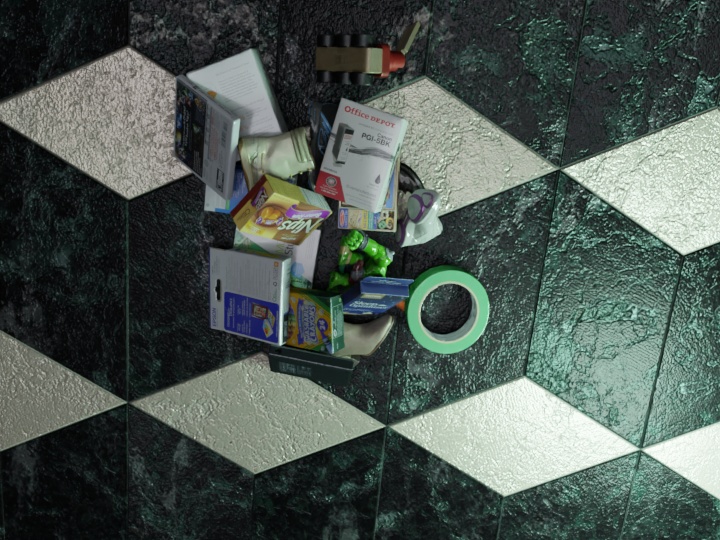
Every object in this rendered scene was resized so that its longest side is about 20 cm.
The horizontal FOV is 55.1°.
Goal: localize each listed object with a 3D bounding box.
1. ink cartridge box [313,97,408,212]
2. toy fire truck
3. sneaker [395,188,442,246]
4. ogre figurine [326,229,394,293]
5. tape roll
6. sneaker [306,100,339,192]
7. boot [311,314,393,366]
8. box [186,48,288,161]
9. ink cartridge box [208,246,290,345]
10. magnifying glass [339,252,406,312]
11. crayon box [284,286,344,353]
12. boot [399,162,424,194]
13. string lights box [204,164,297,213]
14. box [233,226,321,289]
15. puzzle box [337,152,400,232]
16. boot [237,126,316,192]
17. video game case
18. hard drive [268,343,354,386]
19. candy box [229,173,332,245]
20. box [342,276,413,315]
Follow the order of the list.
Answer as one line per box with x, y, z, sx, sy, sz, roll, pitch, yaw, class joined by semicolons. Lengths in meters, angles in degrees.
0.001;-0.241;1.446;0.144;0.083;0.204;19;100;7;ink cartridge box
0.024;-0.457;1.445;0.197;0.174;0.132;-12;111;-40;toy fire truck
0.144;-0.119;1.520;0.097;0.200;0.077;-2;67;-17;sneaker
0.000;0.000;1.557;0.117;0.099;0.204;12;112;-14;ogre figurine
0.202;0.092;1.622;0.195;0.048;0.205;-2;106;-6;tape roll
-0.077;-0.265;1.513;0.080;0.073;0.205;3;100;-3;sneaker
-0.035;0.147;1.626;0.145;0.071;0.201;32;113;-21;boot
-0.257;-0.351;1.479;0.149;0.107;0.204;-18;105;6;box
-0.254;0.053;1.577;0.196;0.047;0.202;12;109;24;ink cartridge box
0.036;0.032;1.631;0.198;0.022;0.080;36;102;-7;magnifying glass
-0.130;0.109;1.578;0.197;0.051;0.129;6;104;35;crayon box
0.038;-0.181;1.551;0.174;0.069;0.200;-44;91;12;boot
-0.245;-0.177;1.552;0.195;0.059;0.105;9;106;-2;string lights box
-0.197;-0.046;1.600;0.195;0.036;0.148;11;105;-1;box
0.018;-0.189;1.505;0.130;0.025;0.205;4;98;9;puzzle box
-0.166;-0.200;1.461;0.151;0.073;0.203;-13;128;-3;boot
-0.325;-0.276;1.443;0.181;0.023;0.202;38;137;21;video game case
-0.116;0.225;1.625;0.195;0.140;0.034;11;66;0;hard drive
-0.163;-0.122;1.448;0.116;0.199;0.057;-42;61;21;candy box
0.025;0.060;1.541;0.119;0.200;0.033;5;68;-24;box
